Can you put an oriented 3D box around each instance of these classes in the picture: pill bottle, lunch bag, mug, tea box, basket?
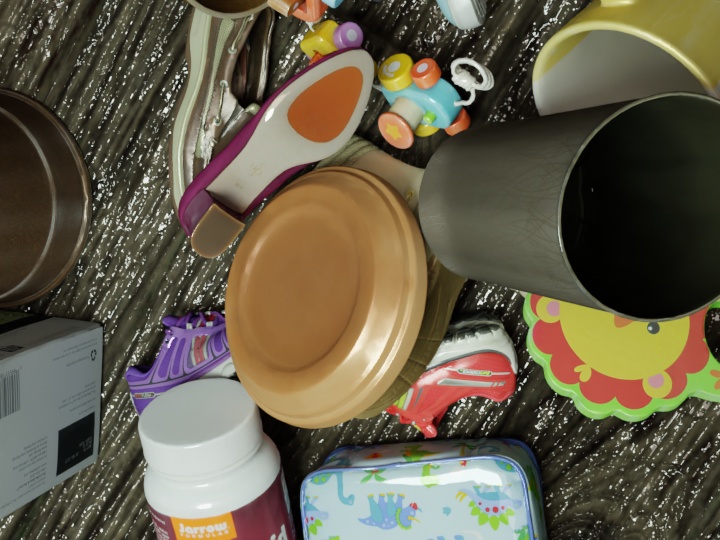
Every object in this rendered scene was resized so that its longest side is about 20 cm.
[{"bbox_3d":[-0.113,0.198,0.998,0.113,0.114,0.202,-2,118,15],"label":"pill bottle"},{"bbox_3d":[0.053,0.224,1.004,0.198,0.082,0.163,-8,94,16],"label":"lunch bag"},{"bbox_3d":[0.225,-0.166,0.854,0.149,0.187,0.153,31,60,17],"label":"mug"},{"bbox_3d":[-0.352,0.114,1.039,0.195,0.200,0.135,5,99,14],"label":"tea box"},{"bbox_3d":[0.139,-0.044,0.821,0.179,0.199,0.137,-14,101,-28],"label":"basket"}]

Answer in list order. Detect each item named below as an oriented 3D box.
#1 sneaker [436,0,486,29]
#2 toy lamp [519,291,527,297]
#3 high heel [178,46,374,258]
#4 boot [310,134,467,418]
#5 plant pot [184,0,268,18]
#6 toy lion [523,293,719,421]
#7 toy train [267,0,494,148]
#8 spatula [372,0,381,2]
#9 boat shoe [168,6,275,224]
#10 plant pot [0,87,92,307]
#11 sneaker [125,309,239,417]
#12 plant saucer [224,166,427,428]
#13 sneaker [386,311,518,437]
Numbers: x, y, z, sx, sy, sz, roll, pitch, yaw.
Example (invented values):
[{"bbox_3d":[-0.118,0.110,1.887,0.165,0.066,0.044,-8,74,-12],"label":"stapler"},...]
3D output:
[{"bbox_3d":[0.035,-0.272,0.960,0.081,0.074,0.202,-24,81,24],"label":"sneaker"},{"bbox_3d":[0.164,0.030,0.964,0.199,0.058,0.059,28,103,10],"label":"toy lamp"},{"bbox_3d":[-0.070,-0.101,0.938,0.200,0.096,0.067,-44,114,6],"label":"high heel"},{"bbox_3d":[0.000,0.000,0.963,0.155,0.073,0.201,27,92,37],"label":"boot"},{"bbox_3d":[-0.155,-0.318,0.955,0.199,0.186,0.188,28,104,31],"label":"plant pot"},{"bbox_3d":[0.229,0.032,0.905,0.199,0.069,0.193,29,80,11],"label":"toy lion"},{"bbox_3d":[0.000,-0.164,0.938,0.199,0.150,0.056,34,74,5],"label":"toy train"},{"bbox_3d":[-0.036,-0.263,0.927,0.020,0.200,0.057,26,85,41],"label":"spatula"},{"bbox_3d":[-0.107,-0.127,1.003,0.074,0.075,0.205,9,100,27],"label":"boat shoe"},{"bbox_3d":[-0.361,-0.055,1.022,0.198,0.198,0.203,2,97,15],"label":"plant pot"},{"bbox_3d":[-0.126,0.060,1.037,0.199,0.081,0.084,-36,81,17],"label":"sneaker"},{"bbox_3d":[-0.037,0.016,0.921,0.199,0.037,0.202,-14,69,39],"label":"plant saucer"},{"bbox_3d":[0.034,0.100,1.001,0.198,0.077,0.086,-16,102,19],"label":"sneaker"}]
